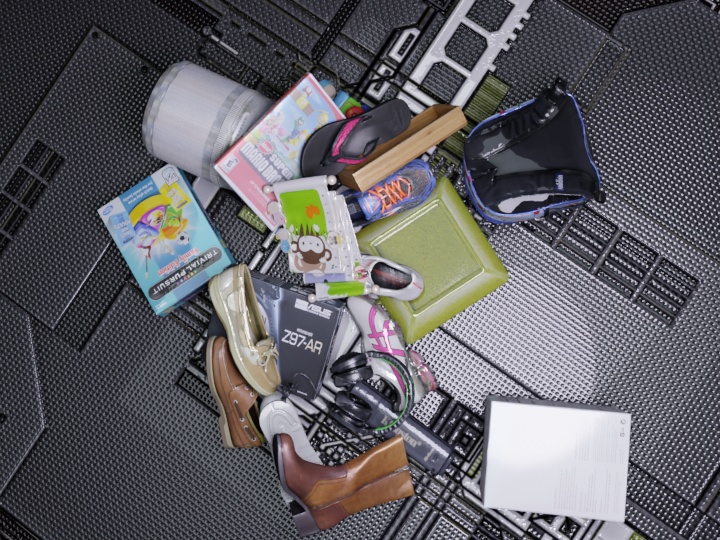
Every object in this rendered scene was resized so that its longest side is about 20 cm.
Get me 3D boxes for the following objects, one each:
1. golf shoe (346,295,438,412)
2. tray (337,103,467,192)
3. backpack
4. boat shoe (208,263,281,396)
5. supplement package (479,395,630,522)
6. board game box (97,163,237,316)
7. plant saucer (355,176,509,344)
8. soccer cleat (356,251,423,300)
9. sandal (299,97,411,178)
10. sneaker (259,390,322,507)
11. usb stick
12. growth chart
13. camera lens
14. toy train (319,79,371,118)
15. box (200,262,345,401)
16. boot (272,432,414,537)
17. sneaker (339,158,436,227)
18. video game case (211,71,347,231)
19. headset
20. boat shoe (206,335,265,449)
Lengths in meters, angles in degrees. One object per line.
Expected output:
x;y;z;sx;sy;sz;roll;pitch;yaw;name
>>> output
0.032;0.125;1.409;0.092;0.073;0.201;-35;82;-9;golf shoe
0.062;-0.192;1.404;0.199;0.099;0.037;-35;110;-10;tray
0.249;-0.163;1.379;0.188;0.154;0.203;-14;78;-4;backpack
-0.164;0.092;1.373;0.062;0.073;0.203;-22;89;19;boat shoe
0.283;0.273;1.339;0.197;0.151;0.154;5;86;6;supplement package
-0.315;-0.052;1.476;0.150;0.047;0.201;-32;83;2;board game box
0.105;-0.019;1.432;0.198;0.048;0.201;-33;83;2;plant saucer
0.000;0.000;1.374;0.197;0.085;0.070;15;82;10;soccer cleat
-0.005;-0.198;1.360;0.199;0.045;0.076;-31;120;-11;sandal
-0.107;0.284;1.420;0.075;0.080;0.203;-16;104;-10;sneaker
0.059;0.246;1.422;0.199;0.033;0.056;36;89;7;usb stick
-0.063;-0.046;1.339;0.143;0.018;0.202;-14;102;30;growth chart
-0.233;-0.226;1.426;0.198;0.160;0.162;24;88;7;camera lens
-0.075;-0.203;1.453;0.116;0.085;0.200;41;91;19;toy train
-0.139;0.097;1.428;0.198;0.044;0.162;20;105;7;box
-0.024;0.297;1.365;0.198;0.068;0.191;-20;107;-7;boot
0.031;-0.108;1.400;0.198;0.078;0.076;-26;99;27;sneaker
-0.106;-0.177;1.358;0.200;0.017;0.143;-45;121;-3;video game case
-0.019;0.182;1.354;0.197;0.094;0.126;3;90;14;headset
-0.190;0.187;1.405;0.067;0.072;0.202;-3;120;11;boat shoe
